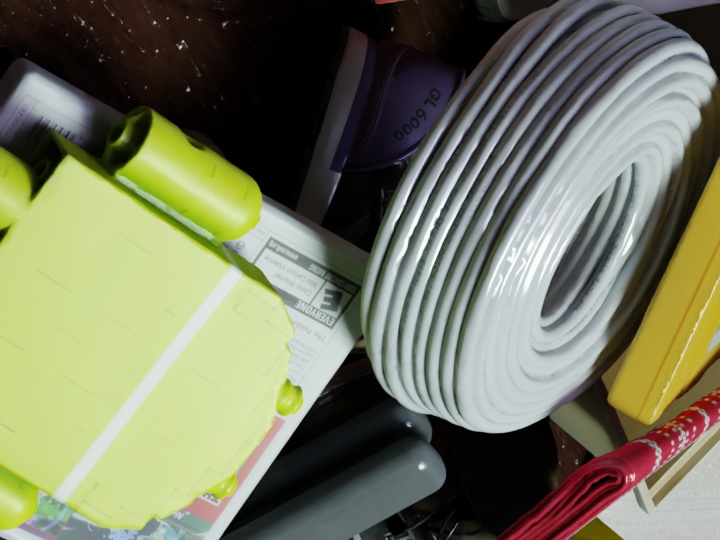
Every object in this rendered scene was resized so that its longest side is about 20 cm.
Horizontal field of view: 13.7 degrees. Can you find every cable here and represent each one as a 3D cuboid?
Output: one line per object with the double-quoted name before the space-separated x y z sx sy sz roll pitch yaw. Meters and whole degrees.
"cable" 0.080 -0.020 1.291 0.200 0.069 0.200 -45 153 -30

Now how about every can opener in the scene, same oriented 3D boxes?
"can opener" -0.058 0.116 1.369 0.199 0.053 0.067 -26 137 8

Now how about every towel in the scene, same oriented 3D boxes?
"towel" 0.185 0.141 1.767 0.200 0.034 0.133 6 115 -52
"towel" 0.128 0.090 1.412 0.145 0.023 0.200 -42 172 40

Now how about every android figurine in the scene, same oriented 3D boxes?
"android figurine" -0.110 0.026 1.211 0.200 0.041 0.182 32 99 -29

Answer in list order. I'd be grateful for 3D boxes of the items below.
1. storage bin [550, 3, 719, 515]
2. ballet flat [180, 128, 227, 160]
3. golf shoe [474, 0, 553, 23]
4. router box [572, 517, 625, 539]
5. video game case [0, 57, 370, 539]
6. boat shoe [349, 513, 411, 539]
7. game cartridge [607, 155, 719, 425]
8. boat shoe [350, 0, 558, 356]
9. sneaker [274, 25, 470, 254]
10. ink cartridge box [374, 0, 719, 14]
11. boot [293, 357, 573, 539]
"storage bin" 0.166 -0.013 1.550 0.199 0.094 0.200 -44 145 -11
"ballet flat" -0.087 0.034 1.322 0.068 0.063 0.201 -19 135 -36
"golf shoe" 0.130 -0.183 1.360 0.200 0.088 0.077 -47 148 -5
"router box" 0.037 0.178 1.524 0.200 0.149 0.051 -29 141 -30
"video game case" -0.111 0.032 1.253 0.200 0.023 0.182 29 101 -31
"boat shoe" -0.020 0.126 1.478 0.199 0.074 0.068 -11 132 -27
"game cartridge" 0.186 -0.032 1.382 0.177 0.032 0.200 -67 167 22
"boat shoe" 0.057 -0.040 1.408 0.200 0.073 0.063 -59 160 12
"sneaker" 0.000 0.000 1.328 0.087 0.076 0.201 18 101 -8
"ink cartridge box" 0.093 -0.194 1.267 0.176 0.045 0.200 -10 131 -9
"boot" 0.042 0.097 1.445 0.075 0.097 0.200 -34 156 30
